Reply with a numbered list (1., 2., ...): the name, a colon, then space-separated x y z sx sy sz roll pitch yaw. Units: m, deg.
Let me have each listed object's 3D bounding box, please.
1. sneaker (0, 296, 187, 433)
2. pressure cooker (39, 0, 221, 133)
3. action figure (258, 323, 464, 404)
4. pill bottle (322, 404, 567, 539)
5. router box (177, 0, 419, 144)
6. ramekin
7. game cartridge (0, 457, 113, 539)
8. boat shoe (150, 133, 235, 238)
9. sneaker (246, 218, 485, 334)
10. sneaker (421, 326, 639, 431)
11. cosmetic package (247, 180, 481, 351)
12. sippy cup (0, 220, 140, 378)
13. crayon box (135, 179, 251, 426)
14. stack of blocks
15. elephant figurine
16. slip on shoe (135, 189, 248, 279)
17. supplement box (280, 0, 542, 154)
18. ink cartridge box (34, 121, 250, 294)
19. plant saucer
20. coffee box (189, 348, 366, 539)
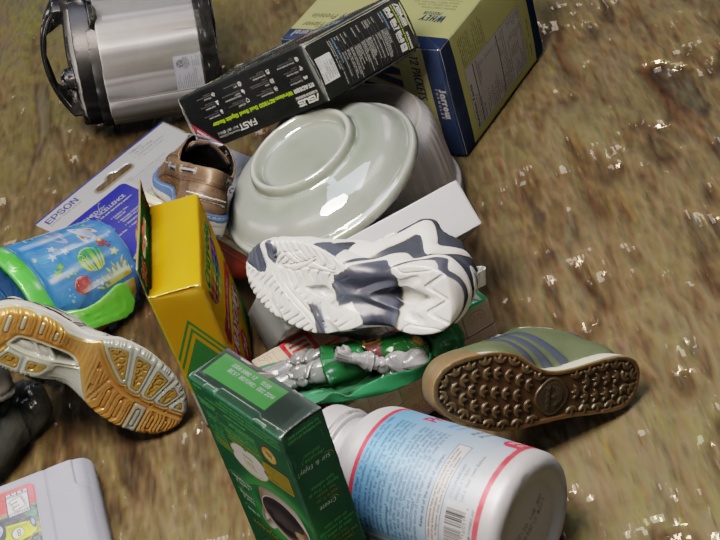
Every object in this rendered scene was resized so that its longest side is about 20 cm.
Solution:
1. sneaker: -0.245 0.076 1.458 0.076 0.200 0.088 -58 15 7
2. pressure cooker: -0.265 -0.258 1.848 0.200 0.176 0.179 -11 -4 -6
3. action figure: -0.011 0.076 1.338 0.200 0.055 0.118 -12 19 -1
4. pill bottle: 0.051 0.168 1.251 0.200 0.109 0.109 15 48 35
5. router box: -0.062 -0.194 1.590 0.200 0.062 0.150 -15 16 46
6. ramekin: -0.003 -0.100 1.618 0.200 0.105 0.200 -12 38 9
7. game cartridge: -0.311 0.243 1.372 0.200 0.041 0.133 -22 41 -5
8. boat shoe: -0.152 -0.090 1.552 0.072 0.072 0.200 16 13 -20
9. sneaker: 0.014 0.001 1.355 0.199 0.080 0.130 0 11 28
10. sneaker: 0.124 0.084 1.322 0.200 0.067 0.090 0 16 -29
11. cosmetic package: 0.000 0.000 1.462 0.200 0.052 0.151 -29 -4 -14
12. sippy cup: -0.292 0.017 1.581 0.130 0.140 0.178 -31 63 -32
13. crayon box: -0.146 0.025 1.431 0.051 0.200 0.127 -14 42 6
14. stack of blocks: 0.021 0.080 1.416 0.200 0.059 0.115 -29 38 -14
15. elephant figurine: -0.378 0.090 1.455 0.142 0.200 0.155 -38 41 -24
16. slip on shoe: -0.133 -0.017 1.582 0.200 0.061 0.074 23 12 13
17. supplement box: 0.060 -0.244 1.747 0.200 0.134 0.200 8 44 31
18. ink cartridge box: -0.212 -0.066 1.715 0.200 0.047 0.198 22 54 43
19. plant saucer: -0.045 -0.097 1.492 0.200 0.050 0.200 -21 40 19
20. coffee box: -0.055 0.163 1.228 0.044 0.200 0.123 -35 38 -24
